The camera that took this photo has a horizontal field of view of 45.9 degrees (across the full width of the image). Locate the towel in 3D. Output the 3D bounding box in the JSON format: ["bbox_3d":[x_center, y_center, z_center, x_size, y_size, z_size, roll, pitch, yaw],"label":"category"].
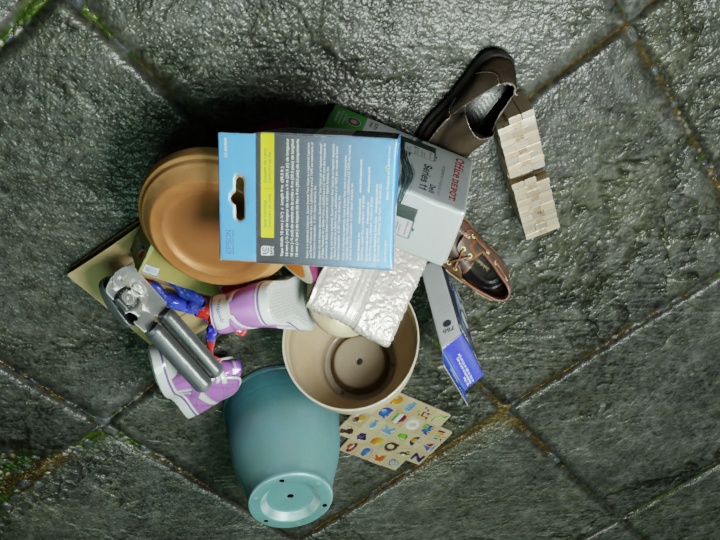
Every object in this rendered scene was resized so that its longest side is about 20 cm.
[{"bbox_3d":[0.023,-0.015,1.129,0.130,0.034,0.204,26,78,-10],"label":"towel"}]

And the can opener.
[{"bbox_3d":[-0.270,0.080,1.143,0.066,0.054,0.201,-16,118,49],"label":"can opener"}]

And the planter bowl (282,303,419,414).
[{"bbox_3d":[-0.007,0.122,1.253,0.195,0.205,0.135,-14,157,1],"label":"planter bowl"}]

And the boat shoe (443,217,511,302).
[{"bbox_3d":[0.151,-0.024,1.231,0.198,0.071,0.070,32,118,-30],"label":"boat shoe"}]

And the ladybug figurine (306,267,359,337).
[{"bbox_3d":[0.000,0.000,1.177,0.135,0.072,0.202,38,76,-7],"label":"ladybug figurine"}]

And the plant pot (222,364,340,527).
[{"bbox_3d":[-0.119,0.289,1.351,0.195,0.190,0.204,-5,130,-6],"label":"plant pot"}]

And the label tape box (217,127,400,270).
[{"bbox_3d":[-0.056,-0.083,0.949,0.194,0.063,0.148,4,106,4],"label":"label tape box"}]

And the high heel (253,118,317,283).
[{"bbox_3d":[-0.086,-0.088,1.085,0.067,0.096,0.203,-12,112,49],"label":"high heel"}]

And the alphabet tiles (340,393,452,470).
[{"bbox_3d":[0.060,0.285,1.504,0.197,0.006,0.167,26,120,-28],"label":"alphabet tiles"}]

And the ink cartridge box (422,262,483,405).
[{"bbox_3d":[0.134,0.085,1.229,0.038,0.203,0.100,-22,132,12],"label":"ink cartridge box"}]

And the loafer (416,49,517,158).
[{"bbox_3d":[0.132,-0.186,1.092,0.072,0.072,0.202,17,123,-24],"label":"loafer"}]

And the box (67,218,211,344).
[{"bbox_3d":[-0.286,0.022,1.209,0.161,0.022,0.200,-31,128,13],"label":"box"}]

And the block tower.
[{"bbox_3d":[0.223,-0.140,1.160,0.053,0.058,0.202,-19,128,5],"label":"block tower"}]

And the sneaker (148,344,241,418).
[{"bbox_3d":[-0.239,0.144,1.261,0.112,0.074,0.201,-23,154,-3],"label":"sneaker"}]

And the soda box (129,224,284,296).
[{"bbox_3d":[-0.205,-0.010,1.148,0.197,0.068,0.065,22,107,-34],"label":"soda box"}]

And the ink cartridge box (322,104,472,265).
[{"bbox_3d":[0.034,-0.107,1.049,0.196,0.148,0.084,21,124,-2],"label":"ink cartridge box"}]

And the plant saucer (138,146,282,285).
[{"bbox_3d":[-0.172,-0.053,1.016,0.195,0.038,0.203,4,132,4],"label":"plant saucer"}]

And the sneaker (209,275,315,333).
[{"bbox_3d":[-0.134,0.048,1.129,0.112,0.075,0.200,-12,170,17],"label":"sneaker"}]

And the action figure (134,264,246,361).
[{"bbox_3d":[-0.235,0.062,1.177,0.198,0.100,0.065,29,120,-34],"label":"action figure"}]
